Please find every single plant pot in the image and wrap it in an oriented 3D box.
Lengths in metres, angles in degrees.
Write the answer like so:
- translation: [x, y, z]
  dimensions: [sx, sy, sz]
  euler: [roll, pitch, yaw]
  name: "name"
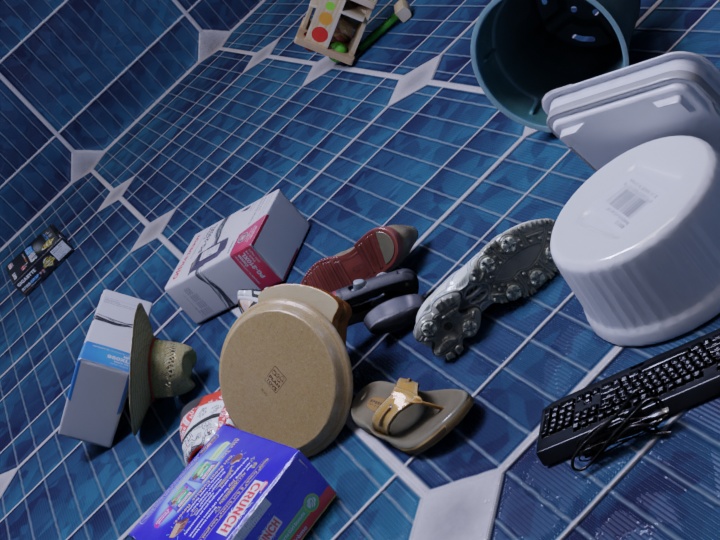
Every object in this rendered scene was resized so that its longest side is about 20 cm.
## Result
- translation: [0.267, -0.311, 1.527]
  dimensions: [0.200, 0.201, 0.196]
  euler: [-23, 21, 38]
  name: "plant pot"

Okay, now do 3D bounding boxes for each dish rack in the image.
- translation: [0.293, -0.134, 1.188]
  dimensions: [0.200, 0.171, 0.044]
  euler: [-13, 49, 48]
  name: "dish rack"

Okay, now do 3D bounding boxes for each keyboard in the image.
- translation: [0.232, 0.105, 1.020]
  dimensions: [0.200, 0.040, 0.104]
  euler: [-30, 25, 28]
  name: "keyboard"

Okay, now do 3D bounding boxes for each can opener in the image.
- translation: [-0.020, 0.047, 1.433]
  dimensions: [0.199, 0.064, 0.079]
  euler: [-15, 19, 4]
  name: "can opener"

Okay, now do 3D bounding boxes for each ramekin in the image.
- translation: [0.276, -0.035, 1.121]
  dimensions: [0.200, 0.098, 0.201]
  euler: [-34, 24, 18]
  name: "ramekin"

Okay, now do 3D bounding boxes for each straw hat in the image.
- translation: [-0.277, 0.141, 1.699]
  dimensions: [0.085, 0.202, 0.201]
  euler: [1, 27, -4]
  name: "straw hat"

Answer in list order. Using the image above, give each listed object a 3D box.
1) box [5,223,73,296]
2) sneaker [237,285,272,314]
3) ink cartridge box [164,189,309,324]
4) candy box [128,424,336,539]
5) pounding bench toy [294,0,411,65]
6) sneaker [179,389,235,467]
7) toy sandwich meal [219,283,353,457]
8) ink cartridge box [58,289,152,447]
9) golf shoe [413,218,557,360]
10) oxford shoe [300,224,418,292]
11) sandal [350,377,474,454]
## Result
- translation: [-0.769, -0.028, 2.846]
  dimensions: [0.159, 0.046, 0.200]
  euler: [-45, 23, -6]
  name: "box"
- translation: [-0.126, 0.066, 1.622]
  dimensions: [0.200, 0.073, 0.080]
  euler: [171, 106, -72]
  name: "sneaker"
- translation: [-0.194, -0.021, 1.863]
  dimensions: [0.199, 0.084, 0.145]
  euler: [-25, 27, 34]
  name: "ink cartridge box"
- translation: [-0.141, 0.265, 1.286]
  dimensions: [0.169, 0.077, 0.200]
  euler: [-49, 23, -19]
  name: "candy box"
- translation: [-0.013, -0.492, 2.377]
  dimensions: [0.124, 0.199, 0.156]
  euler: [-79, 11, -59]
  name: "pounding bench toy"
- translation: [-0.136, 0.174, 1.459]
  dimensions: [0.201, 0.067, 0.108]
  euler: [-32, 33, 13]
  name: "sneaker"
- translation: [-0.079, 0.116, 1.374]
  dimensions: [0.205, 0.206, 0.070]
  euler: [-29, -12, 29]
  name: "toy sandwich meal"
- translation: [-0.383, 0.145, 1.801]
  dimensions: [0.200, 0.084, 0.145]
  euler: [-90, 18, -60]
  name: "ink cartridge box"
- translation: [0.136, 0.005, 1.311]
  dimensions: [0.200, 0.078, 0.097]
  euler: [-38, 17, 7]
  name: "golf shoe"
- translation: [0.000, 0.000, 1.571]
  dimensions: [0.200, 0.071, 0.075]
  euler: [-29, -6, 39]
  name: "oxford shoe"
- translation: [0.040, 0.140, 1.243]
  dimensions: [0.080, 0.054, 0.200]
  euler: [-50, 24, -19]
  name: "sandal"
